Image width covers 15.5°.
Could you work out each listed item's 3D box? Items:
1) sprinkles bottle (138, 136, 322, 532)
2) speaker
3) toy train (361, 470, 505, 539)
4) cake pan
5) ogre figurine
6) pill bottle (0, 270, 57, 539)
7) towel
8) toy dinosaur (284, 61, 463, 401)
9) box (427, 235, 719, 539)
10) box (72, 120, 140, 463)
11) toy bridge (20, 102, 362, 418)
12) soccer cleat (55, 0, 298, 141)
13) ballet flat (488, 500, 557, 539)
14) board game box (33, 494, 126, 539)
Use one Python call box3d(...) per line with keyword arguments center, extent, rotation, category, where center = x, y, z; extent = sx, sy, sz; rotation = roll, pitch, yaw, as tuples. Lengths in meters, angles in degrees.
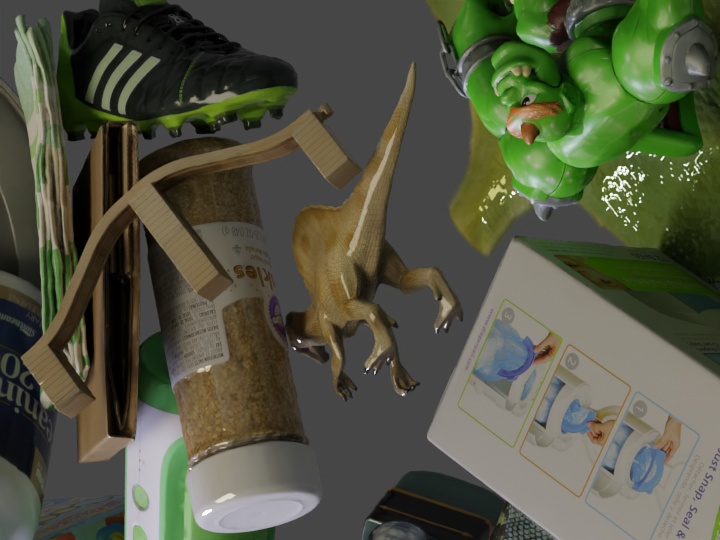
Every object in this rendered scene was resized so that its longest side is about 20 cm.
box3d(center=(-0.072, 0.033, 1.385), extent=(0.068, 0.068, 0.201), rotation=(-39, 57, 51), category="sprinkles bottle")
box3d(center=(-0.091, 0.134, 1.485), extent=(0.088, 0.088, 0.201), rotation=(29, 127, 41), category="speaker")
box3d(center=(0.026, 0.200, 1.349), extent=(0.085, 0.114, 0.201), rotation=(16, 124, 22), category="toy train")
box3d(center=(-0.247, -0.032, 1.644), extent=(0.200, 0.037, 0.202), rotation=(25, 124, 43), category="cake pan")
box3d(center=(0.099, -0.106, 1.142), extent=(0.200, 0.098, 0.121), rotation=(-31, 63, 37), category="ogre figurine")
box3d(center=(-0.234, 0.105, 1.528), extent=(0.111, 0.110, 0.201), rotation=(121, 160, -46), category="pill bottle")
box3d(center=(-0.175, -0.028, 1.471), extent=(0.153, 0.023, 0.202), rotation=(132, 131, -77), category="towel")
box3d(center=(0.000, 0.000, 1.336), extent=(0.101, 0.058, 0.201), rotation=(50, 138, 26), category="toy dinosaur")
box3d(center=(0.145, 0.078, 1.126), extent=(0.200, 0.112, 0.102), rotation=(36, 111, 37), category="box")
box3d(center=(-0.139, 0.018, 1.440), extent=(0.200, 0.021, 0.165), rotation=(144, 125, -77), category="box")
box3d(center=(-0.090, -0.016, 1.320), extent=(0.200, 0.027, 0.067), rotation=(-41, 71, 5), category="toy bridge")
box3d(center=(-0.106, -0.112, 1.414), extent=(0.199, 0.067, 0.082), rotation=(2, 98, 52), category="soccer cleat")
box3d(center=(0.138, 0.135, 1.221), extent=(0.199, 0.074, 0.075), rotation=(10, 114, 40), category="ballet flat")
box3d(center=(-0.197, 0.203, 1.634), extent=(0.199, 0.103, 0.106), rotation=(-9, 98, 52), category="board game box")
